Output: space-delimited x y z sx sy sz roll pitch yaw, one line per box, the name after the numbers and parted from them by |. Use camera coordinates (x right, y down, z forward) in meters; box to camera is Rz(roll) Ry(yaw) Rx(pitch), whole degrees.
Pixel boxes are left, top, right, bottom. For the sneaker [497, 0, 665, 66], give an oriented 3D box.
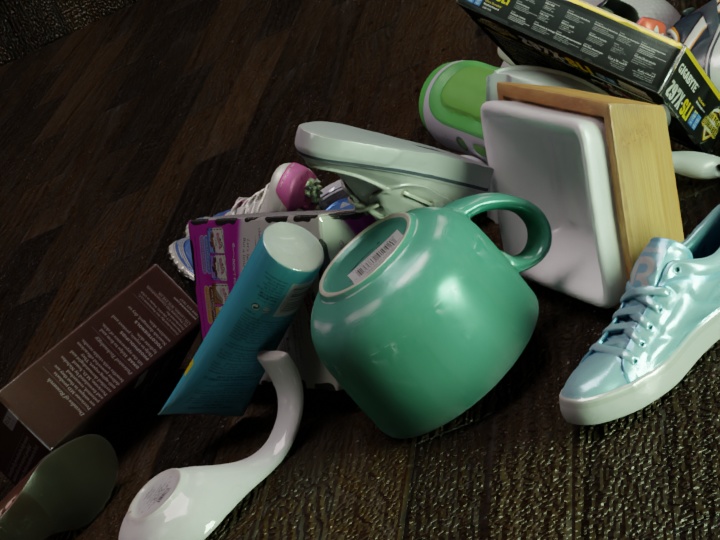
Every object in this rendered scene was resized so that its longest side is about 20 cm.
0.202 -0.205 1.857 0.074 0.085 0.199 12 6 -39 | sneaker

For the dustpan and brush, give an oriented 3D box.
0.201 -0.091 1.682 0.198 0.141 0.057 14 29 30 | dustpan and brush

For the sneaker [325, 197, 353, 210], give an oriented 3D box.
0.000 0.000 1.698 0.075 0.106 0.200 -24 16 -20 | sneaker

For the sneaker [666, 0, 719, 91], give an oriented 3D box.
0.320 -0.210 1.854 0.079 0.079 0.200 -6 29 35 | sneaker

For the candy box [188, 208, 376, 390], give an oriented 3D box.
-0.058 0.022 1.670 0.061 0.138 0.199 -9 6 -34 | candy box

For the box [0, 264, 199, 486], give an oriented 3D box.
-0.229 0.093 1.782 0.200 0.075 0.100 -40 -9 -34 | box

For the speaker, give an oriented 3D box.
0.135 -0.133 1.861 0.088 0.089 0.200 -34 30 -19 | speaker

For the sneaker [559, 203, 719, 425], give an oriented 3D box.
0.197 0.023 1.402 0.200 0.082 0.074 -38 20 -28 | sneaker

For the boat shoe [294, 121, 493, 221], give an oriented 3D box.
0.022 -0.066 1.572 0.072 0.066 0.199 23 9 37 | boat shoe

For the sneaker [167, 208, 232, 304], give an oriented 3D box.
-0.125 -0.019 1.981 0.089 0.079 0.200 -26 18 12 | sneaker

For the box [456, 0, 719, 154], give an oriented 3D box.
0.192 -0.173 1.696 0.199 0.160 0.050 28 86 28 | box

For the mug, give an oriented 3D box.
0.043 0.018 1.526 0.151 0.115 0.186 -25 26 40 | mug

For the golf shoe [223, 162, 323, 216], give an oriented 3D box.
-0.083 -0.036 1.806 0.201 0.091 0.076 98 -163 -61 | golf shoe

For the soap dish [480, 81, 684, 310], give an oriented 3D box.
0.170 -0.062 1.573 0.080 0.159 0.200 -15 14 -17 | soap dish

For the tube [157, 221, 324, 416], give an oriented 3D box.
-0.088 0.050 1.612 0.201 0.077 0.051 -60 36 37 | tube

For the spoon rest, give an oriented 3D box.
-0.107 0.152 1.556 0.200 0.061 0.099 -51 25 -22 | spoon rest

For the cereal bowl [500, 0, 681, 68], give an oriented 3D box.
0.215 -0.211 2.004 0.199 0.084 0.200 -25 20 10 | cereal bowl

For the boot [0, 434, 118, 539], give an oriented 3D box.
-0.311 0.205 1.687 0.199 0.065 0.186 -16 19 46 | boot

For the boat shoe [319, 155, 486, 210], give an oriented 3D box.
0.023 -0.047 1.867 0.198 0.072 0.068 -13 20 19 | boat shoe
